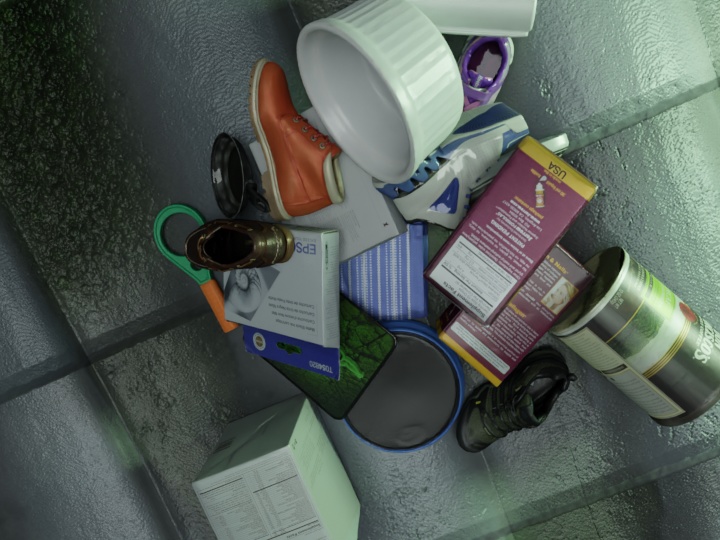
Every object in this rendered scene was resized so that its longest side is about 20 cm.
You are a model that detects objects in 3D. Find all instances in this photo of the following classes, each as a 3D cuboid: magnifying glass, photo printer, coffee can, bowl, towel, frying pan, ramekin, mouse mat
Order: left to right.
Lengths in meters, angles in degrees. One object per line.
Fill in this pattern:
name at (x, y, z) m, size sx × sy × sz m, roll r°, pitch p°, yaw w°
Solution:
magnifying glass at (-0.235, -0.003, 0.961) m, size 0.079 × 0.022 × 0.202 m, roll -25°, pitch 96°, yaw 7°
frying pan at (-0.158, -0.130, 0.867) m, size 0.031 × 0.189 × 0.117 m, roll -9°, pitch 96°, yaw -33°
mouse mat at (-0.063, 0.100, 0.946) m, size 0.199 × 0.008 × 0.162 m, roll 38°, pitch 108°, yaw 10°
towel at (0.000, 0.000, 0.947) m, size 0.196 × 0.024 × 0.147 m, roll -1°, pitch 100°, yaw 6°
ramekin at (0.025, -0.210, 0.747) m, size 0.097 × 0.200 × 0.201 m, roll -39°, pitch 96°, yaw -17°
bowl at (0.055, 0.173, 0.964) m, size 0.197 × 0.039 × 0.204 m, roll 1°, pitch 100°, yaw 3°
photo printer at (0.106, -0.337, 0.809) m, size 0.196 × 0.167 × 0.070 m, roll 4°, pitch 119°, yaw 2°
coffee can at (0.372, 0.088, 0.876) m, size 0.199 × 0.146 × 0.147 m, roll 39°, pitch 100°, yaw -4°

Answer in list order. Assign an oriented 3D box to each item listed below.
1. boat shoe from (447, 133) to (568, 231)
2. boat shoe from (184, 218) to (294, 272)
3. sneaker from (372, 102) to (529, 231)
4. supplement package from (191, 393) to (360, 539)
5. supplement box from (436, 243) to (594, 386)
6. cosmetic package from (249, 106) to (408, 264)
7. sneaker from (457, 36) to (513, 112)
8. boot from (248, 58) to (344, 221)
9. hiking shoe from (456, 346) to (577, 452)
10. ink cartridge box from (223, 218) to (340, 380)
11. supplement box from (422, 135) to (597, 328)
boat shoe at (0.195, -0.119, 0.893) m, size 0.198 × 0.071 × 0.064 m, roll -27°, pitch 97°, yaw 16°
boat shoe at (-0.177, -0.034, 0.859) m, size 0.198 × 0.070 × 0.072 m, roll -4°, pitch 93°, yaw 42°
sneaker at (0.123, -0.120, 0.836) m, size 0.197 × 0.081 × 0.116 m, roll -28°, pitch 121°, yaw 7°
supplement package at (-0.108, 0.317, 0.921) m, size 0.145 × 0.191 × 0.202 m, roll -22°, pitch 98°, yaw 8°
supplement box at (0.209, 0.042, 0.908) m, size 0.110 × 0.086 × 0.201 m, roll 39°, pitch 100°, yaw -3°
cosmetic package at (-0.044, -0.112, 0.883) m, size 0.149 × 0.052 × 0.202 m, roll -24°, pitch 89°, yaw 24°
sneaker at (0.144, -0.228, 0.864) m, size 0.079 × 0.089 × 0.203 m, roll 21°, pitch 102°, yaw -2°
boot at (-0.077, -0.170, 0.827) m, size 0.106 × 0.075 × 0.203 m, roll -7°, pitch 103°, yaw 19°
hiking shoe at (0.214, 0.191, 0.927) m, size 0.076 × 0.101 × 0.200 m, roll 44°, pitch 99°, yaw -4°
ink cartridge box at (-0.111, 0.038, 0.888) m, size 0.197 × 0.040 × 0.203 m, roll 8°, pitch 105°, yaw 39°
supplement box at (0.180, -0.044, 0.792) m, size 0.103 × 0.131 × 0.201 m, roll 39°, pitch 102°, yaw 11°
